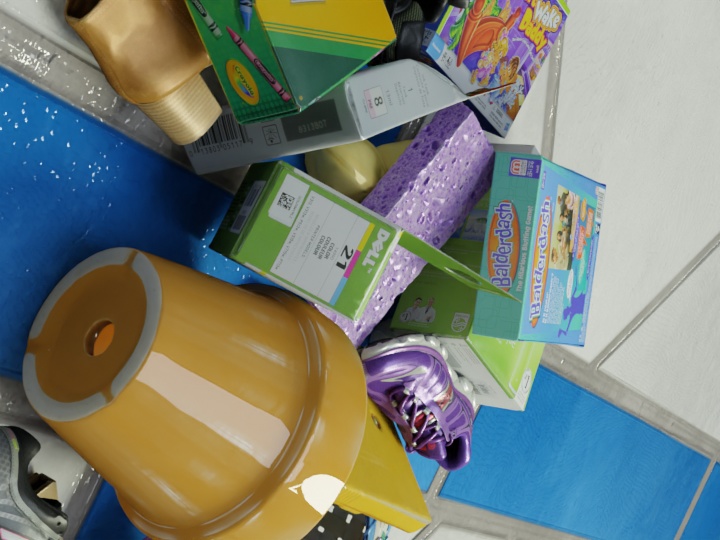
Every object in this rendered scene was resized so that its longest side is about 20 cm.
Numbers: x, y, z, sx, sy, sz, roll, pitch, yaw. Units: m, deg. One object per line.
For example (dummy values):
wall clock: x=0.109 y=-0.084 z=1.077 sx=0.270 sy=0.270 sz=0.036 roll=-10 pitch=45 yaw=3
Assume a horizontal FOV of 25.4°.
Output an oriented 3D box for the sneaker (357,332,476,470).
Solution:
sneaker: x=0.054 y=0.117 z=1.385 sx=0.200 sy=0.080 sz=0.084 roll=41 pitch=36 yaw=-50

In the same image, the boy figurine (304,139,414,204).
boy figurine: x=0.016 y=-0.060 z=1.332 sx=0.125 sy=0.064 sz=0.199 roll=-54 pitch=150 yaw=9

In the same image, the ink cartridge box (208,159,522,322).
ink cartridge box: x=0.000 y=0.000 z=1.155 sx=0.076 sy=0.199 sz=0.148 roll=-62 pitch=-169 yaw=-3

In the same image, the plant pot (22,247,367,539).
plant pot: x=-0.126 y=0.081 z=1.100 sx=0.183 sy=0.199 sz=0.202 roll=37 pitch=79 yaw=-44

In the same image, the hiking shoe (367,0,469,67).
hiking shoe: x=-0.005 y=-0.184 z=1.164 sx=0.200 sy=0.100 sz=0.076 roll=-39 pitch=142 yaw=-38

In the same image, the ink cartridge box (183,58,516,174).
ink cartridge box: x=-0.007 y=-0.122 z=1.147 sx=0.199 sy=0.161 sz=0.058 roll=-31 pitch=107 yaw=-48

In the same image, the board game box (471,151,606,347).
board game box: x=0.158 y=-0.014 z=1.386 sx=0.200 sy=0.044 sz=0.154 roll=11 pitch=87 yaw=-66

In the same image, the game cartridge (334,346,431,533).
game cartridge: x=-0.017 y=0.122 z=1.329 sx=0.032 sy=0.178 sz=0.200 roll=-29 pitch=154 yaw=15

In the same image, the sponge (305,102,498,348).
sponge: x=0.035 y=-0.037 z=1.289 sx=0.200 sy=0.030 sz=0.112 roll=-50 pitch=152 yaw=-6

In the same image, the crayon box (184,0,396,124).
crayon box: x=-0.063 y=-0.209 z=0.998 sx=0.119 sy=0.058 sz=0.202 roll=-42 pitch=115 yaw=-45

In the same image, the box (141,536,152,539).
box: x=-0.127 y=0.297 z=1.241 sx=0.137 sy=0.039 sz=0.201 roll=-39 pitch=118 yaw=-17

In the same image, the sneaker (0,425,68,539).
sneaker: x=-0.231 y=0.191 z=1.062 sx=0.087 sy=0.073 sz=0.202 roll=-23 pitch=110 yaw=-37

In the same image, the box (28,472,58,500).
box: x=-0.275 y=0.264 z=1.145 sx=0.163 sy=0.021 sz=0.202 roll=-37 pitch=141 yaw=-41

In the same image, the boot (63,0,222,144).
boot: x=-0.103 y=-0.196 z=1.032 sx=0.202 sy=0.070 sz=0.144 roll=-60 pitch=144 yaw=-22

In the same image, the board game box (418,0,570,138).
board game box: x=0.106 y=-0.215 z=1.380 sx=0.136 sy=0.044 sz=0.200 roll=-63 pitch=151 yaw=-4

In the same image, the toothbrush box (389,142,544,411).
toothbrush box: x=0.120 y=0.005 z=1.470 sx=0.146 sy=0.085 sz=0.202 roll=51 pitch=52 yaw=-49

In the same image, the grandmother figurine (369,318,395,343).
grandmother figurine: x=0.077 y=0.062 z=1.541 sx=0.199 sy=0.060 sz=0.123 roll=-10 pitch=93 yaw=-53

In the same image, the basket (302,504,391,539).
basket: x=-0.062 y=0.238 z=1.354 sx=0.199 sy=0.138 sz=0.178 roll=16 pitch=99 yaw=-59
